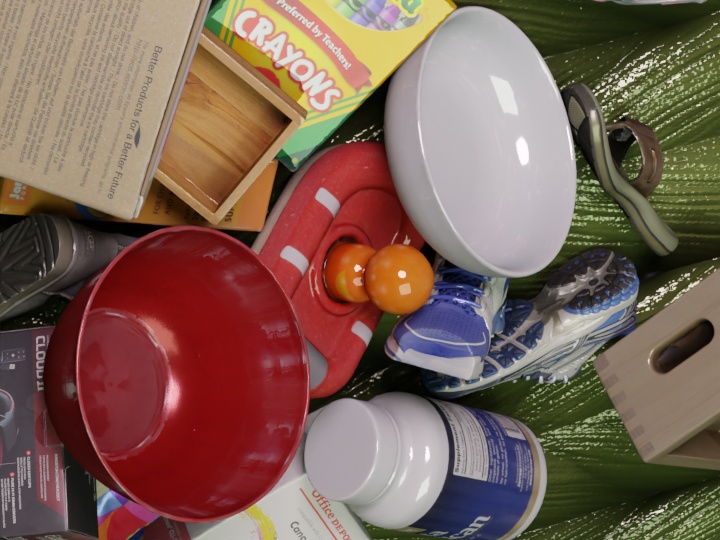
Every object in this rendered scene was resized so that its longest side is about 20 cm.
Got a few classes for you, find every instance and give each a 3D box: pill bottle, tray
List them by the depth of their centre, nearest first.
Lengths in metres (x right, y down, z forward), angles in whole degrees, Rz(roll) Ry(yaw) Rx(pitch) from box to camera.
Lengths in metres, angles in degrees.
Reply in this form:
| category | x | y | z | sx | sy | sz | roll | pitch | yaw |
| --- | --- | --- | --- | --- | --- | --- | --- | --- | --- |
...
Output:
| category | x | y | z | sx | sy | sz | roll | pitch | yaw |
| --- | --- | --- | --- | --- | --- | --- | --- | --- | --- |
| tray | -0.144 | -0.133 | 1.351 | 0.200 | 0.037 | 0.099 | 39 | 103 | -9 |
| pill bottle | 0.051 | 0.160 | 1.619 | 0.200 | 0.111 | 0.111 | 16 | 117 | -44 |

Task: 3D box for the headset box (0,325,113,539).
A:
| category | x | y | z | sx | sy | sz | roll | pitch | yaw |
| --- | --- | --- | --- | --- | --- | --- | --- | --- | --- |
| headset box | -0.275 | 0.125 | 1.418 | 0.199 | 0.149 | 0.075 | -7 | 166 | 9 |

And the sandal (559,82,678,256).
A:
| category | x | y | z | sx | sy | sz | roll | pitch | yaw |
| --- | --- | --- | --- | --- | --- | --- | --- | --- | --- |
| sandal | 0.211 | -0.087 | 1.558 | 0.057 | 0.080 | 0.201 | -33 | 138 | 9 |

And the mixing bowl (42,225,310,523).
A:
| category | x | y | z | sx | sy | sz | roll | pitch | yaw |
| --- | --- | --- | --- | --- | --- | --- | --- | --- | --- |
| mixing bowl | -0.143 | 0.074 | 1.361 | 0.200 | 0.108 | 0.201 | 7 | 79 | -43 |

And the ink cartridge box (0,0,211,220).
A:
| category | x | y | z | sx | sy | sz | roll | pitch | yaw |
| --- | --- | --- | --- | --- | --- | --- | --- | --- | --- |
| ink cartridge box | -0.190 | -0.156 | 1.289 | 0.164 | 0.075 | 0.201 | 19 | 105 | -4 |

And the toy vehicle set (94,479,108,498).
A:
| category | x | y | z | sx | sy | sz | roll | pitch | yaw |
| --- | --- | --- | --- | --- | --- | --- | --- | --- | --- |
| toy vehicle set | -0.273 | 0.153 | 1.480 | 0.200 | 0.124 | 0.027 | -37 | 151 | 4 |

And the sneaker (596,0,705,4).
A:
| category | x | y | z | sx | sy | sz | roll | pitch | yaw |
| --- | --- | --- | --- | --- | --- | --- | --- | --- | --- |
| sneaker | 0.166 | -0.228 | 1.435 | 0.199 | 0.082 | 0.070 | -3 | 125 | -20 |

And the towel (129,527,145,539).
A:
| category | x | y | z | sx | sy | sz | roll | pitch | yaw |
| --- | --- | --- | --- | --- | --- | --- | --- | --- | --- |
| towel | -0.214 | 0.158 | 1.579 | 0.147 | 0.050 | 0.200 | 27 | 112 | -38 |

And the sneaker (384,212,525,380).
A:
| category | x | y | z | sx | sy | sz | roll | pitch | yaw |
| --- | --- | --- | --- | --- | --- | --- | --- | --- | --- |
| sneaker | 0.077 | 0.003 | 1.521 | 0.080 | 0.199 | 0.116 | 14 | 108 | 9 |

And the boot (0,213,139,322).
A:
| category | x | y | z | sx | sy | sz | roll | pitch | yaw |
| --- | --- | --- | --- | --- | --- | --- | --- | --- | --- |
| boot | -0.199 | 0.013 | 1.467 | 0.181 | 0.073 | 0.200 | -16 | 166 | 37 |

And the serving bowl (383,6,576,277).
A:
| category | x | y | z | sx | sy | sz | roll | pitch | yaw |
| --- | --- | --- | --- | --- | --- | --- | --- | --- | --- |
| serving bowl | 0.079 | -0.089 | 1.456 | 0.066 | 0.201 | 0.200 | -13 | 140 | 38 |

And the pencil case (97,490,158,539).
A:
| category | x | y | z | sx | sy | sz | roll | pitch | yaw |
| --- | --- | --- | --- | --- | --- | --- | --- | --- | --- |
| pencil case | -0.208 | 0.178 | 1.508 | 0.200 | 0.088 | 0.088 | -37 | 129 | 4 |

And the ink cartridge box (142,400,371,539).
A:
| category | x | y | z | sx | sy | sz | roll | pitch | yaw |
| --- | --- | --- | --- | --- | --- | --- | --- | --- | --- |
| ink cartridge box | -0.070 | 0.208 | 1.655 | 0.200 | 0.068 | 0.117 | -32 | 128 | 1 |

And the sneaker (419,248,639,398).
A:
| category | x | y | z | sx | sy | sz | roll | pitch | yaw |
| --- | --- | --- | --- | --- | --- | --- | --- | --- | --- |
| sneaker | 0.147 | 0.066 | 1.640 | 0.200 | 0.077 | 0.085 | -25 | 133 | -3 |

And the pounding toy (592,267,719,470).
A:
| category | x | y | z | sx | sy | sz | roll | pitch | yaw |
| --- | --- | --- | --- | --- | --- | --- | --- | --- | --- |
| pounding toy | 0.325 | 0.054 | 1.655 | 0.200 | 0.142 | 0.184 | -39 | 152 | 26 |

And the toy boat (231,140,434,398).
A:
| category | x | y | z | sx | sy | sz | roll | pitch | yaw |
| --- | --- | --- | --- | --- | --- | --- | --- | --- | --- |
| toy boat | 0.000 | 0.000 | 1.463 | 0.131 | 0.130 | 0.200 | 47 | 62 | -42 |

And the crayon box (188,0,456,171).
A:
| category | x | y | z | sx | sy | sz | roll | pitch | yaw |
| --- | --- | --- | --- | --- | --- | --- | --- | --- | --- |
| crayon box | -0.025 | -0.184 | 1.389 | 0.127 | 0.051 | 0.200 | 41 | 102 | -18 |

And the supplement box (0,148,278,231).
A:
| category | x | y | z | sx | sy | sz | roll | pitch | yaw |
| --- | --- | --- | --- | --- | --- | --- | --- | --- | --- |
| supplement box | -0.165 | -0.074 | 1.421 | 0.199 | 0.069 | 0.067 | 4 | 119 | -21 |
